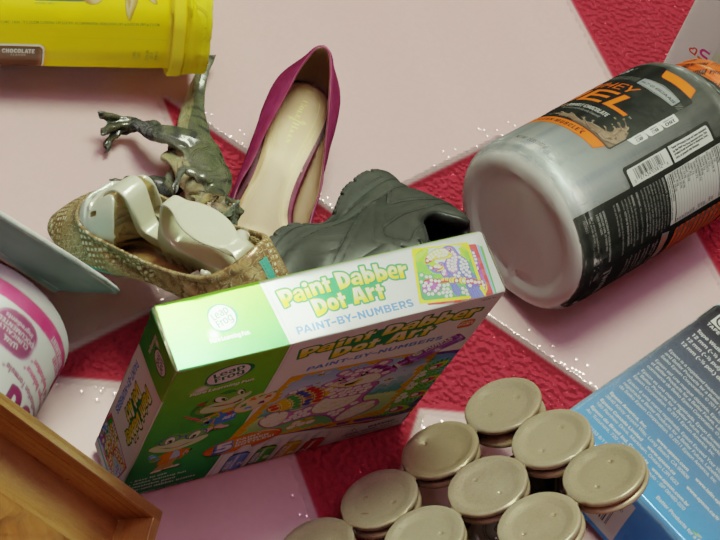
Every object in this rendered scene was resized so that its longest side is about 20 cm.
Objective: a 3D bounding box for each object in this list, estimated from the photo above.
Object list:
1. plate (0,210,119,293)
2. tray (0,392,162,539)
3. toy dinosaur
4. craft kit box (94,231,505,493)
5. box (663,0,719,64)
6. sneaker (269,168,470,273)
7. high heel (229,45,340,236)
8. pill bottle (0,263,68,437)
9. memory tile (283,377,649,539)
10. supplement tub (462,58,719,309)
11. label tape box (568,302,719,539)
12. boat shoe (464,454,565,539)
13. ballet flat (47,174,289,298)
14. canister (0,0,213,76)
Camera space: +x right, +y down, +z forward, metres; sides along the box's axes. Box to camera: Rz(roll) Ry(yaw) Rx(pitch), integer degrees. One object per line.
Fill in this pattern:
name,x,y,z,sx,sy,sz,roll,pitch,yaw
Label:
plate,-0.234,-0.032,1.097,0.199,0.200,0.026,30,83,8
tray,-0.190,0.130,0.977,0.037,0.200,0.099,-9,53,35
toy dinosaur,-0.129,-0.078,1.232,0.088,0.048,0.201,-8,40,-5
craft kit box,-0.040,0.057,1.058,0.199,0.198,0.049,-13,66,-23
box,0.332,-0.168,1.329,0.176,0.200,0.097,38,54,13
sneaker,0.000,0.000,1.166,0.090,0.076,0.200,17,41,29
high heel,-0.056,-0.054,1.203,0.067,0.096,0.201,12,52,-7
pill bottle,-0.252,0.095,1.026,0.113,0.114,0.201,22,52,2
memory tile,0.058,0.144,1.070,0.200,0.017,0.153,-35,36,-18
supplement tub,0.178,-0.066,1.260,0.199,0.123,0.123,-28,65,-32
label tape box,0.232,0.113,1.179,0.199,0.066,0.143,-30,67,-34
boat shoe,0.073,0.183,1.080,0.071,0.066,0.201,24,51,4
ballet flat,-0.118,-0.024,1.114,0.199,0.066,0.070,20,47,33
canister,-0.210,-0.201,1.269,0.199,0.087,0.149,0,41,-13
